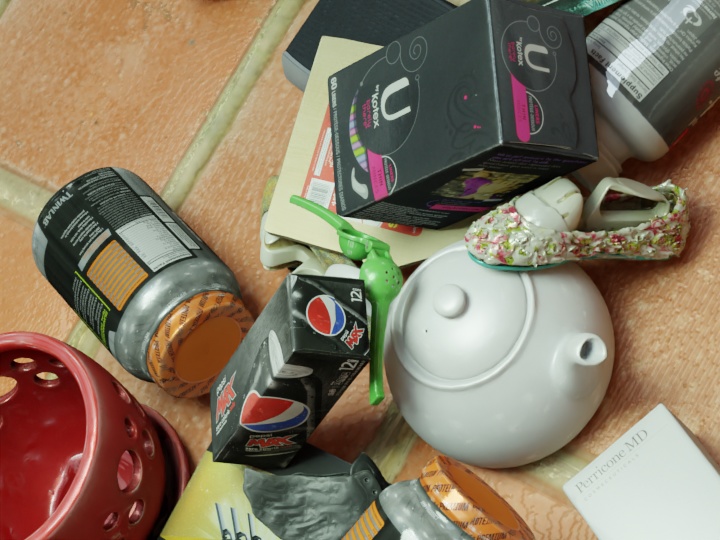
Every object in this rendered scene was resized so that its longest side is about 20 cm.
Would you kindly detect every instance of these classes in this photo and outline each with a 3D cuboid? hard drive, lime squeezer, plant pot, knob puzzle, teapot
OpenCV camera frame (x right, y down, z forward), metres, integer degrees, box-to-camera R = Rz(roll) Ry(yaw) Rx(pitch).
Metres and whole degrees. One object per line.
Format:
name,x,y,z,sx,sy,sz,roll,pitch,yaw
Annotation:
hard drive,0.027,-0.189,1.868,0.199,0.042,0.135,31,84,36
lime squeezer,0.000,0.000,1.634,0.201,0.037,0.071,66,148,32
plant pot,-0.252,0.174,1.761,0.199,0.182,0.202,-12,61,23
knob puzzle,0.039,-0.090,1.779,0.218,0.030,0.221,-2,75,8
teapot,0.090,0.048,1.656,0.199,0.146,0.198,-29,56,15

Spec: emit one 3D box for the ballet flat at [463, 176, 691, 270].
ballet flat,0.169,-0.042,1.636,0.076,0.199,0.064,50,134,44

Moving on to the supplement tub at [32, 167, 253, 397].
supplement tub,-0.184,0.012,1.831,0.123,0.123,0.200,-46,54,2

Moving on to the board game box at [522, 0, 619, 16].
board game box,0.170,-0.253,1.764,0.135,0.028,0.200,-22,25,20

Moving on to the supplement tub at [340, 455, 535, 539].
supplement tub,0.027,0.237,1.527,0.200,0.122,0.123,-50,53,10

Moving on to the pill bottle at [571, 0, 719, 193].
pill bottle,0.230,-0.158,1.699,0.200,0.111,0.111,-45,54,3

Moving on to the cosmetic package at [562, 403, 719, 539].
cosmetic package,0.245,0.206,1.539,0.101,0.071,0.200,-41,54,6

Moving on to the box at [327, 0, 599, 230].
box,0.076,-0.118,1.655,0.199,0.106,0.123,-23,67,48

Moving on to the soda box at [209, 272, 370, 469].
soda box,-0.057,0.080,1.637,0.200,0.063,0.071,125,146,-53

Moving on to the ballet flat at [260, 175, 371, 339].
ballet flat,-0.046,-0.006,1.800,0.071,0.071,0.200,-42,57,4

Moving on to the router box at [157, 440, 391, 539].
router box,-0.059,0.219,1.713,0.199,0.052,0.158,22,78,34

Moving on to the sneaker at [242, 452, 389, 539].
sneaker,0.015,0.185,1.616,0.198,0.060,0.105,-9,86,-2
